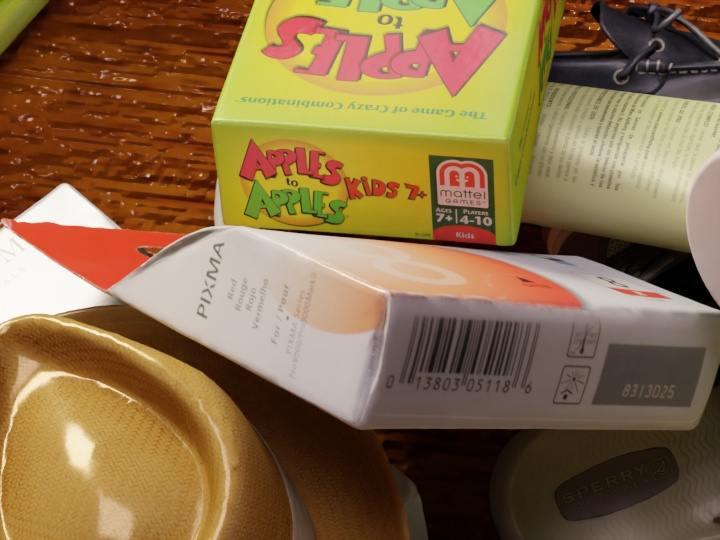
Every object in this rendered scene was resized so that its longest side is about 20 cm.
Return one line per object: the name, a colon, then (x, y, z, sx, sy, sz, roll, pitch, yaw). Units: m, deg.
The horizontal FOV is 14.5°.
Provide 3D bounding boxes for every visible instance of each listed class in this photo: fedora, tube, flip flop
fedora: (-0.081, 0.076, 0.897, 0.200, 0.082, 0.201, -5, 53, 7)
tube: (0.096, -0.036, 1.014, 0.199, 0.052, 0.058, 9, 94, 18)
flip flop: (0.139, 0.049, 0.983, 0.199, 0.058, 0.081, -21, 80, -8)

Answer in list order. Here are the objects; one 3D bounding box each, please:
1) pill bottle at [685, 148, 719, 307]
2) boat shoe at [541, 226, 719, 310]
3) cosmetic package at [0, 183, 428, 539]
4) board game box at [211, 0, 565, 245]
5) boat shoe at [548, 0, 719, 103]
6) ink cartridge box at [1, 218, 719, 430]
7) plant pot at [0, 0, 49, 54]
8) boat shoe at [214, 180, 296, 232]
pill bottle: (0.199, -0.050, 0.933, 0.112, 0.112, 0.200, 33, 51, 28)
boat shoe: (0.169, -0.018, 1.050, 0.199, 0.073, 0.065, -17, 56, 5)
cosmetic package: (-0.076, 0.067, 1.001, 0.102, 0.074, 0.200, -38, 58, -22)
board game box: (0.019, -0.094, 1.014, 0.101, 0.048, 0.200, 5, 42, 10)
boat shoe: (0.107, -0.075, 1.089, 0.199, 0.075, 0.063, -9, 93, 3)
ink cartridge box: (0.000, 0.000, 0.960, 0.162, 0.050, 0.200, 4, 18, -43)
plant pot: (-0.208, -0.219, 1.173, 0.181, 0.200, 0.199, 18, 55, 28)
boat shoe: (-0.004, -0.087, 1.125, 0.060, 0.074, 0.201, 28, 57, -19)
